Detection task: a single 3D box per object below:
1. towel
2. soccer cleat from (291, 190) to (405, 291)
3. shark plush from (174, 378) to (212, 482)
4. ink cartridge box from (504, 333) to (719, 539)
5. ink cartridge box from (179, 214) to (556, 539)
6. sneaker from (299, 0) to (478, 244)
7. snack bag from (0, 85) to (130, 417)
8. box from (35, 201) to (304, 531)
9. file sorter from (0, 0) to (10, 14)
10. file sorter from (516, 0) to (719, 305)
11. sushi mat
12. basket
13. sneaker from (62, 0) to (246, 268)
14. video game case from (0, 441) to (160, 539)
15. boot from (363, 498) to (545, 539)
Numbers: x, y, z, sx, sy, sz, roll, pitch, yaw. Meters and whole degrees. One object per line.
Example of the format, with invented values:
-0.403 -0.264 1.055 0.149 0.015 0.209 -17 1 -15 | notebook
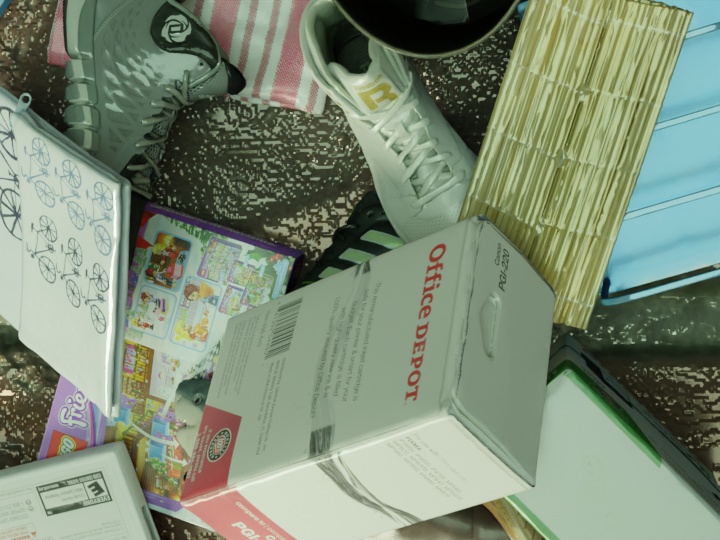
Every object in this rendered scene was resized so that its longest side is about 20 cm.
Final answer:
-0.107 -0.192 1.130 0.199 0.030 0.147 11 99 8 | towel
0.000 0.000 1.113 0.199 0.068 0.081 -29 76 -4 | soccer cleat
-0.032 0.103 1.081 0.199 0.091 0.084 -10 65 29 | shark plush
0.150 0.124 1.039 0.147 0.200 0.083 44 97 2 | ink cartridge box
0.007 0.072 0.971 0.199 0.146 0.085 -24 128 35 | ink cartridge box
0.022 -0.083 1.043 0.074 0.116 0.201 -34 67 8 | sneaker
-0.215 -0.026 1.087 0.200 0.021 0.189 36 135 32 | snack bag
-0.132 0.062 1.158 0.136 0.039 0.201 18 99 6 | box
-0.333 -0.234 1.109 0.200 0.123 0.139 37 102 3 | file sorter
0.187 -0.092 1.046 0.138 0.123 0.201 -16 93 10 | file sorter
0.119 -0.070 0.993 0.095 0.012 0.201 20 103 10 | sushi mat
0.050 -0.213 1.013 0.135 0.200 0.181 -10 92 12 | basket
-0.131 -0.096 1.092 0.115 0.075 0.201 -3 89 4 | sneaker
-0.226 0.225 1.180 0.199 0.023 0.183 -15 103 16 | video game case
0.040 0.184 1.142 0.166 0.072 0.200 -40 90 23 | boot
